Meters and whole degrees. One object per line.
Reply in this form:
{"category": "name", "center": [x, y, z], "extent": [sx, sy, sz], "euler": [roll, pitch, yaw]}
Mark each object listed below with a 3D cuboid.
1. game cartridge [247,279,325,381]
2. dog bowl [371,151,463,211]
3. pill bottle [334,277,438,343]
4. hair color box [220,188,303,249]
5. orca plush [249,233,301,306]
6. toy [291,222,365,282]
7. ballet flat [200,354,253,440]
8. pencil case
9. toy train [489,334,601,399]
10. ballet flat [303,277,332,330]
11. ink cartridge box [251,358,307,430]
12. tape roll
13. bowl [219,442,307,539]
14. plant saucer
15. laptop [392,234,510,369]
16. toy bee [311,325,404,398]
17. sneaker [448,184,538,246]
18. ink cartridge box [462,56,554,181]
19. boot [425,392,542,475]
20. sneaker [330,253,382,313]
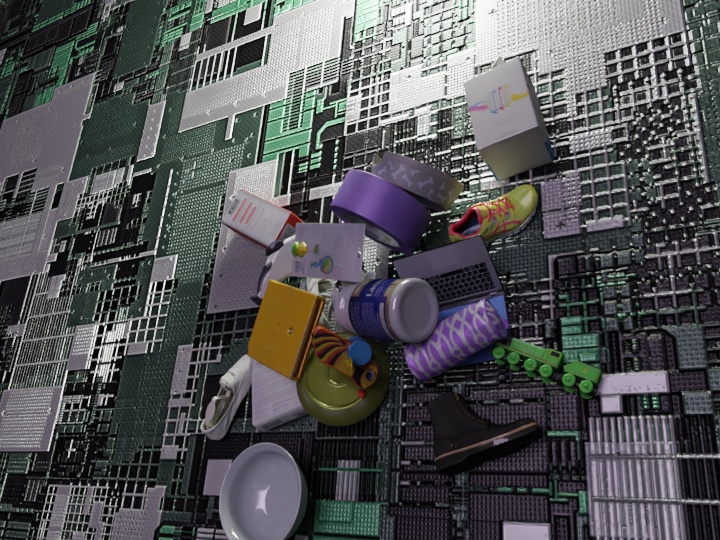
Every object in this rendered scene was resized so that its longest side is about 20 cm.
{"category": "game cartridge", "center": [-0.163, 0.121, 1.387], "extent": [0.199, 0.032, 0.179], "euler": [14, 85, 53]}
{"category": "dog bowl", "center": [0.109, -0.178, 1.331], "extent": [0.198, 0.199, 0.059], "euler": [23, 92, 36]}
{"category": "pill bottle", "center": [0.043, 0.074, 1.230], "extent": [0.199, 0.115, 0.117], "euler": [-3, 65, 53]}
{"category": "hair color box", "center": [-0.243, -0.118, 1.603], "extent": [0.199, 0.061, 0.102], "euler": [27, 84, 36]}
{"category": "orca plush", "center": [-0.180, -0.003, 1.529], "extent": [0.104, 0.071, 0.203], "euler": [22, 90, -9]}
{"category": "toy", "center": [-0.060, -0.039, 1.367], "extent": [0.198, 0.047, 0.117], "euler": [4, 88, 38]}
{"category": "ballet flat", "center": [-0.297, 0.279, 1.456], "extent": [0.069, 0.069, 0.203], "euler": [16, 78, 35]}
{"category": "pencil case", "center": [0.173, 0.128, 1.191], "extent": [0.199, 0.085, 0.085], "euler": [-31, 60, 24]}
{"category": "toy train", "center": [0.321, 0.162, 1.135], "extent": [0.198, 0.042, 0.057], "euler": [20, 70, 31]}
{"category": "ballet flat", "center": [-0.091, 0.051, 1.427], "extent": [0.069, 0.069, 0.203], "euler": [-19, 56, 23]}
{"category": "ink cartridge box", "center": [-0.162, 0.225, 1.416], "extent": [0.159, 0.050, 0.202], "euler": [-25, 49, 21]}
{"category": "tape roll", "center": [0.041, -0.118, 1.340], "extent": [0.198, 0.200, 0.086], "euler": [24, 82, 36]}
{"category": "bowl", "center": [-0.175, 0.450, 1.288], "extent": [0.198, 0.090, 0.204], "euler": [-12, 63, 26]}
{"category": "plant saucer", "center": [-0.040, 0.209, 1.315], "extent": [0.197, 0.031, 0.203], "euler": [-7, 59, 12]}
{"category": "laptop", "center": [0.171, 0.067, 1.234], "extent": [0.185, 0.202, 0.116], "euler": [-16, 27, 24]}
{"category": "toy bee", "center": [-0.007, 0.183, 1.241], "extent": [0.197, 0.131, 0.110], "euler": [17, 89, 11]}
{"category": "sneaker", "center": [0.256, -0.104, 1.270], "extent": [0.199, 0.090, 0.079], "euler": [-37, 53, 11]}
{"category": "ink cartridge box", "center": [0.295, -0.312, 1.315], "extent": [0.124, 0.128, 0.203], "euler": [-19, 59, 23]}
{"category": "boot", "center": [0.206, 0.260, 1.152], "extent": [0.198, 0.077, 0.140], "euler": [-25, 53, 19]}
{"category": "sneaker", "center": [0.000, 0.000, 1.394], "extent": [0.113, 0.075, 0.203], "euler": [-8, 70, 28]}
